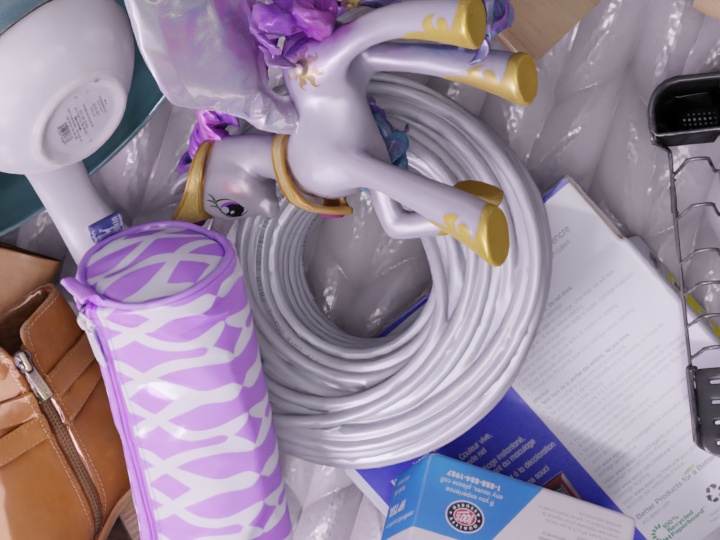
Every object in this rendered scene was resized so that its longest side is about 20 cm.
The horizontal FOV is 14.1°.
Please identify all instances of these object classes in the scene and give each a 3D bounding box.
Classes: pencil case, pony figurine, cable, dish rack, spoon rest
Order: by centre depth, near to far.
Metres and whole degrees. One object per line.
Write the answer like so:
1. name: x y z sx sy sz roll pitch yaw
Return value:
1. pony figurine: -0.021 -0.092 1.367 0.200 0.166 0.194 2 105 32
2. spoon rest: -0.142 -0.060 1.393 0.099 0.200 0.061 -37 59 -17
3. pencil case: -0.085 0.074 1.406 0.085 0.084 0.200 -31 123 -31
4. dish rack: 0.228 -0.001 1.462 0.153 0.055 0.201 -5 81 3
5. cable: 0.000 0.000 1.470 0.199 0.069 0.201 18 95 17

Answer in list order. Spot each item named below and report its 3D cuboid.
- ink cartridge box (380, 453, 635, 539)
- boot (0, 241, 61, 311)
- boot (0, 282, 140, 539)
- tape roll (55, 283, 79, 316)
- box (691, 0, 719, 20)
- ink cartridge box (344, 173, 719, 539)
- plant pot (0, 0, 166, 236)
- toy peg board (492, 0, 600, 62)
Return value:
1. ink cartridge box: 0.055 0.206 1.454 0.116 0.067 0.201 19 73 -11
2. boot: -0.199 0.083 1.511 0.188 0.068 0.200 22 95 0
3. boot: -0.182 0.117 1.442 0.074 0.200 0.155 -2 125 48
4. tape roll: -0.154 0.107 1.552 0.202 0.037 0.203 1 106 3
5. box: 0.278 -0.152 1.390 0.200 0.021 0.164 25 130 5
6. ink cartridge box: 0.101 0.079 1.530 0.198 0.047 0.200 -40 98 13
7. plant pot: -0.193 -0.123 1.425 0.200 0.200 0.134 -45 72 13
8. toy peg board: 0.078 -0.241 1.428 0.199 0.098 0.200 -44 100 -3
